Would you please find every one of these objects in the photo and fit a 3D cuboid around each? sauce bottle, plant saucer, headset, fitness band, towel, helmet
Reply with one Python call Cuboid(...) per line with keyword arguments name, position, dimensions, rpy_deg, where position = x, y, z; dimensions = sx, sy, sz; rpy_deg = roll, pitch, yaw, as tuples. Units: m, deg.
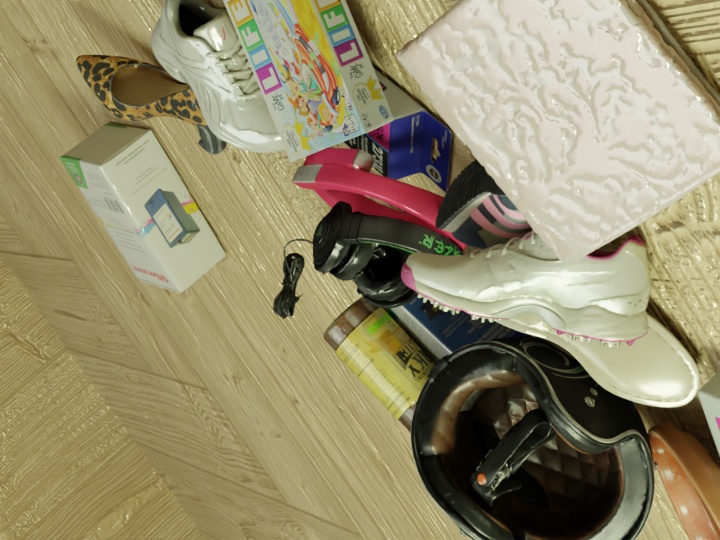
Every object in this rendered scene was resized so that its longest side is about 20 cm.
Cuboid(name="sauce bottle", position=(0.052, 0.114, 1.411), dimensions=(0.200, 0.065, 0.065), rpy_deg=(46, 159, 7))
Cuboid(name="plant saucer", position=(0.302, 0.217, 1.250), dimensions=(0.202, 0.032, 0.200), rpy_deg=(63, 179, 2))
Cuboid(name="headset", position=(0.000, 0.000, 1.352), dimensions=(0.198, 0.095, 0.123), rpy_deg=(-1, 156, 44))
Cuboid(name="fitness band", position=(0.021, -0.063, 1.351), dimensions=(0.143, 0.038, 0.199), rpy_deg=(29, 171, -28))
Cuboid(name="towel", position=(0.141, -0.118, 1.021), dimensions=(0.201, 0.032, 0.191), rpy_deg=(51, 138, -5))
Cuboid(name="helmet", position=(0.155, 0.157, 1.282), dimensions=(0.199, 0.202, 0.190), rpy_deg=(27, -179, 44))

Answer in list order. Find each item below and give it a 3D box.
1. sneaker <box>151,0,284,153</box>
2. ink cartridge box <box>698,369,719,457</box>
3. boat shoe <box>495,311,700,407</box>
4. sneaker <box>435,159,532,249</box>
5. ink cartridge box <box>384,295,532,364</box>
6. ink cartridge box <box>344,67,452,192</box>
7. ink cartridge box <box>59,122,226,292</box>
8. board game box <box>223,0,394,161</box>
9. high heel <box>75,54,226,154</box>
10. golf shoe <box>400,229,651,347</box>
Cuboid(name="sneaker", position=(-0.133, -0.198, 1.451), dimensions=(0.200, 0.078, 0.100), rpy_deg=(43, 154, 14))
Cuboid(name="ink cartridge box", position=(0.360, 0.178, 1.142), dimensions=(0.173, 0.043, 0.201), rpy_deg=(24, 147, 51))
Cuboid(name="boat shoe", position=(0.189, 0.045, 1.225), dimensions=(0.198, 0.073, 0.059), rpy_deg=(27, -163, 13))
Cuboid(name="sneaker", position=(0.136, -0.061, 1.183), dimensions=(0.081, 0.071, 0.200), rpy_deg=(29, 161, -15))
Cuboid(name="ink cartridge box", position=(0.095, 0.078, 1.452), dimensions=(0.200, 0.076, 0.137), rpy_deg=(45, 158, 18))
Cuboid(name="ink cartridge box", position=(-0.001, -0.147, 1.331), dimensions=(0.199, 0.037, 0.095), rpy_deg=(39, 157, 20))
Cuboid(name="ink cartridge box", position=(-0.279, -0.081, 1.915), dimensions=(0.145, 0.087, 0.201), rpy_deg=(14, 137, 57))
Cuboid(name="board game box", position=(-0.055, -0.202, 1.262), dimensions=(0.134, 0.034, 0.202), rpy_deg=(-13, 101, 60))
Cuboid(name="high heel", position=(-0.229, -0.209, 1.611), dimensions=(0.198, 0.072, 0.143), rpy_deg=(29, 162, 8))
Cuboid(name="golf shoe", position=(0.131, -0.002, 1.166), dimensions=(0.197, 0.075, 0.093), rpy_deg=(10, 104, 9))
